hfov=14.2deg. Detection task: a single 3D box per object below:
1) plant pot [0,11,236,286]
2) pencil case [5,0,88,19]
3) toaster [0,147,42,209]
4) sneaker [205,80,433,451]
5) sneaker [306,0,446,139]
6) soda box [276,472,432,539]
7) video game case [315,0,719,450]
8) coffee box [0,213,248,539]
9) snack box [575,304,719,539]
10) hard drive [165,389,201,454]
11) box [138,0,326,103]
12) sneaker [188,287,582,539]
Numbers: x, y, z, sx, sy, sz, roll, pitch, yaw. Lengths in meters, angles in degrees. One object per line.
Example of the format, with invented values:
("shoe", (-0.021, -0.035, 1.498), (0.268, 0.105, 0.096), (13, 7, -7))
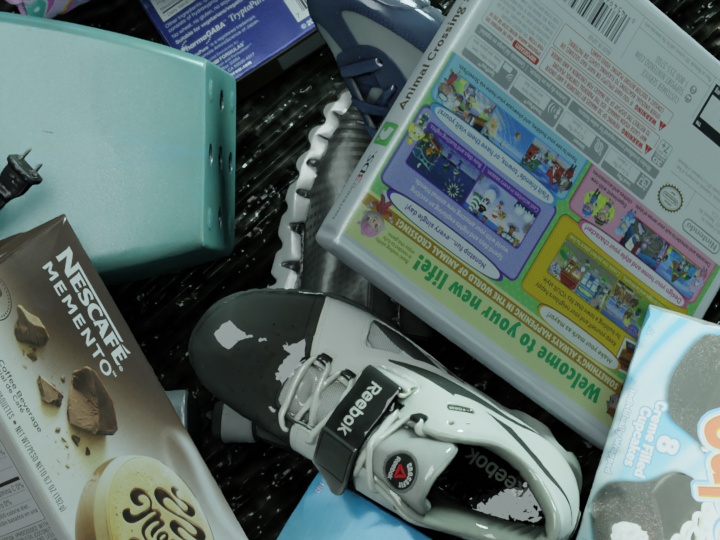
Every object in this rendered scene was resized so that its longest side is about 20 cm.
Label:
("plant pot", (-0.164, -0.053, 1.401), (0.199, 0.141, 0.142), (1, 88, 6))
("pencil case", (-0.090, -0.190, 1.427), (0.199, 0.087, 0.088), (-19, 72, 5))
("toaster", (-0.256, -0.040, 1.284), (0.200, 0.114, 0.129), (-34, 84, 5))
("sneaker", (0.000, 0.000, 1.403), (0.090, 0.066, 0.201), (18, 82, 12))
("sneaker", (0.034, -0.056, 1.357), (0.200, 0.070, 0.082), (47, 65, -13))
("soda box", (-0.039, 0.200, 1.353), (0.068, 0.064, 0.200), (30, 83, 17))
("video game case", (0.097, -0.039, 1.343), (0.182, 0.200, 0.022), (-59, 31, -8))
("coffee box", (-0.137, 0.092, 1.283), (0.080, 0.113, 0.200), (-23, 100, 33))
("snack box", (0.159, 0.128, 1.333), (0.116, 0.037, 0.201), (17, 88, 15))
("hard drive", (-0.176, 0.137, 1.414), (0.199, 0.033, 0.140), (-6, 74, 10))
("box", (-0.077, -0.191, 1.486), (0.121, 0.032, 0.200), (-33, 72, 1))
("sneaker", (0.013, 0.070, 1.326), (0.199, 0.089, 0.074), (25, 101, -2))
